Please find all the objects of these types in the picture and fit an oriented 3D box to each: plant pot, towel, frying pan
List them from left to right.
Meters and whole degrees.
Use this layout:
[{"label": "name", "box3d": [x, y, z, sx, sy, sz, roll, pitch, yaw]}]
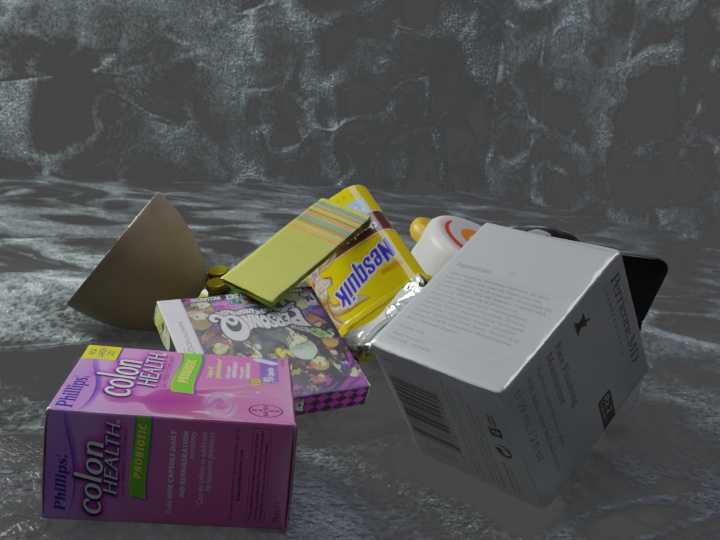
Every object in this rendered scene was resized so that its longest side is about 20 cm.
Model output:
[{"label": "plant pot", "box3d": [-0.296, 0.008, 1.255, 0.134, 0.200, 0.200, 40, 4, -13]}, {"label": "towel", "box3d": [-0.077, -0.026, 1.116, 0.086, 0.018, 0.200, 23, 46, 30]}, {"label": "frying pan", "box3d": [0.229, -0.020, 1.022, 0.190, 0.031, 0.115, 13, -13, -30]}]

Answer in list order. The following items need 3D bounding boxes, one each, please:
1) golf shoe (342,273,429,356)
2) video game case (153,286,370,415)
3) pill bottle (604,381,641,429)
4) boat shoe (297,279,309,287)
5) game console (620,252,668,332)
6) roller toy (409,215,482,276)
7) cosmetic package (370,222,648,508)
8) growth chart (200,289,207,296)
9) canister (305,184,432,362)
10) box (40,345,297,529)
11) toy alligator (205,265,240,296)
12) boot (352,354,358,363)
[{"label": "golf shoe", "box3d": [0.061, 0.055, 1.044, 0.200, 0.097, 0.078, -13, -20, 39]}, {"label": "video game case", "box3d": [-0.115, 0.093, 1.012, 0.200, 0.036, 0.181, -5, 41, -27]}, {"label": "pill bottle", "box3d": [0.246, 0.113, 1.116, 0.114, 0.114, 0.200, 1, 12, -22]}, {"label": "boat shoe", "box3d": [-0.142, 0.044, 1.288, 0.072, 0.069, 0.200, -1, -4, -43]}, {"label": "game console", "box3d": [0.231, 0.006, 1.040, 0.200, 0.117, 0.176, 9, 17, 3]}, {"label": "roller toy", "box3d": [0.167, 0.002, 1.428, 0.182, 0.140, 0.200, 18, 27, -21]}, {"label": "cosmetic package", "box3d": [0.151, 0.085, 0.875, 0.165, 0.165, 0.200, 17, 52, 44]}, {"label": "growth chart", "box3d": [-0.212, 0.041, 1.436, 0.200, 0.018, 0.145, -2, 9, 3]}, {"label": "canister", "box3d": [0.000, 0.000, 1.186, 0.200, 0.148, 0.087, 57, 4, 29]}, {"label": "box", "box3d": [-0.162, 0.143, 0.795, 0.200, 0.097, 0.176, 4, 11, -7]}, {"label": "toy alligator", "box3d": [-0.183, 0.044, 1.224, 0.054, 0.059, 0.200, -6, 27, -4]}, {"label": "boot", "box3d": [-0.108, 0.112, 1.066, 0.144, 0.071, 0.201, 30, 36, 32]}]
